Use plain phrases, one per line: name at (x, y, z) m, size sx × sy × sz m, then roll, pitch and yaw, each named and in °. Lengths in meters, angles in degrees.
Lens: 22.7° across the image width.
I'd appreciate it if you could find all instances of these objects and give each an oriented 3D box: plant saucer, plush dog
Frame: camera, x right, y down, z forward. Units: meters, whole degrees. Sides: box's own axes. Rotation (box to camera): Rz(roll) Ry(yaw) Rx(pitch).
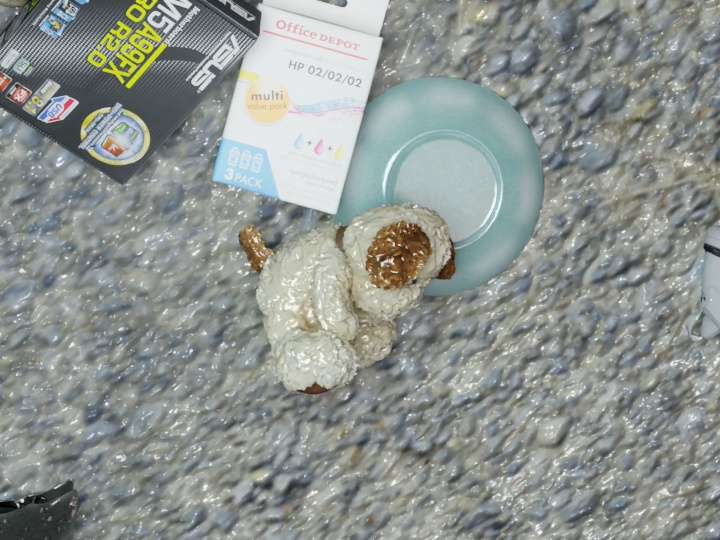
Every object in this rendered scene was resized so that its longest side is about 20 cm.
plant saucer at (0.073, -0.074, 1.619) m, size 0.200 × 0.039 × 0.202 m, roll -1°, pitch 97°, yaw -8°
plush dog at (0.000, 0.000, 1.536) m, size 0.171 × 0.200 × 0.161 m, roll -27°, pitch 89°, yaw 16°

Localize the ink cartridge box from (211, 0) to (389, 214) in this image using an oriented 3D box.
ink cartridge box at (-0.050, -0.162, 1.568) m, size 0.115 × 0.068 × 0.201 m, roll 15°, pitch 95°, yaw -3°

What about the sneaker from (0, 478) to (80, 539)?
sneaker at (-0.350, 0.245, 1.591) m, size 0.199 × 0.060 × 0.105 m, roll -2°, pitch 99°, yaw -14°

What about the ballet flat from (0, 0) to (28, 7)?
ballet flat at (-0.232, -0.250, 1.550) m, size 0.199 × 0.046 × 0.068 m, roll -4°, pitch 67°, yaw -14°

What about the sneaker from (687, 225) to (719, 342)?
sneaker at (0.402, 0.036, 1.670) m, size 0.199 × 0.075 × 0.115 m, roll 17°, pitch 96°, yaw -5°

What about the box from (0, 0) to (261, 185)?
box at (-0.204, -0.184, 1.497) m, size 0.160 × 0.044 × 0.200 m, roll 34°, pitch 123°, yaw -23°
